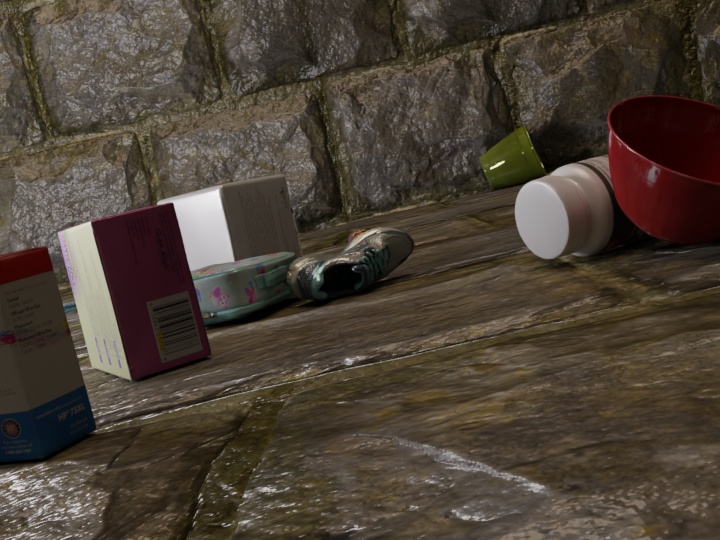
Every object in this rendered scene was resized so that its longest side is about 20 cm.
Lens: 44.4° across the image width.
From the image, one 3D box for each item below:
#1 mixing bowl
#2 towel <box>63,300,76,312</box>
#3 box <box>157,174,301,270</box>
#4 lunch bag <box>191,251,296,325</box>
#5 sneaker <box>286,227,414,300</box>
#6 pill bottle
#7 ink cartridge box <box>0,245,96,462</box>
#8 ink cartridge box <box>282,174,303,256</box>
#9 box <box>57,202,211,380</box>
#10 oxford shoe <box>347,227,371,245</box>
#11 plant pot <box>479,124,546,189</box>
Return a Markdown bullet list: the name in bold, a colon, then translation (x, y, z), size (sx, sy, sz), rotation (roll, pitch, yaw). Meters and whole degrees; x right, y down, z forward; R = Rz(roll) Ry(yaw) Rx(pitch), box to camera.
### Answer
- **mixing bowl**: translation (0.356, -0.101, 0.974), size (0.198, 0.109, 0.201), rotation (6, 37, -4)
- **towel**: translation (-0.633, 0.071, 2.137), size (0.145, 0.022, 0.200), rotation (-13, 4, -5)
- **box**: translation (-0.247, -0.064, 1.686), size (0.198, 0.202, 0.171), rotation (-7, 7, 41)
- **lunch bag**: translation (-0.179, 0.027, 1.284), size (0.159, 0.078, 0.200), rotation (-9, 7, 24)
- **sneaker**: translation (0.000, 0.000, 1.253), size (0.199, 0.078, 0.086), rotation (-23, 22, -23)
- **pill bottle**: translation (0.297, -0.082, 1.089), size (0.199, 0.115, 0.114), rotation (-17, 7, -28)
- **ink cartridge box**: translation (-0.304, 0.052, 0.727), size (0.115, 0.202, 0.067), rotation (-9, 7, 27)
- **ink cartridge box**: translation (-0.210, -0.103, 1.953), size (0.084, 0.202, 0.145), rotation (-10, 7, 22)
- **box**: translation (-0.269, 0.023, 1.034), size (0.096, 0.177, 0.200), rotation (-16, 6, -29)
- **oxford shoe**: translation (-0.001, -0.028, 1.423), size (0.071, 0.074, 0.200), rotation (-12, 6, 0)
- **plant pot**: translation (0.527, -0.382, 3.100), size (0.192, 0.202, 0.200), rotation (-23, 3, 15)
